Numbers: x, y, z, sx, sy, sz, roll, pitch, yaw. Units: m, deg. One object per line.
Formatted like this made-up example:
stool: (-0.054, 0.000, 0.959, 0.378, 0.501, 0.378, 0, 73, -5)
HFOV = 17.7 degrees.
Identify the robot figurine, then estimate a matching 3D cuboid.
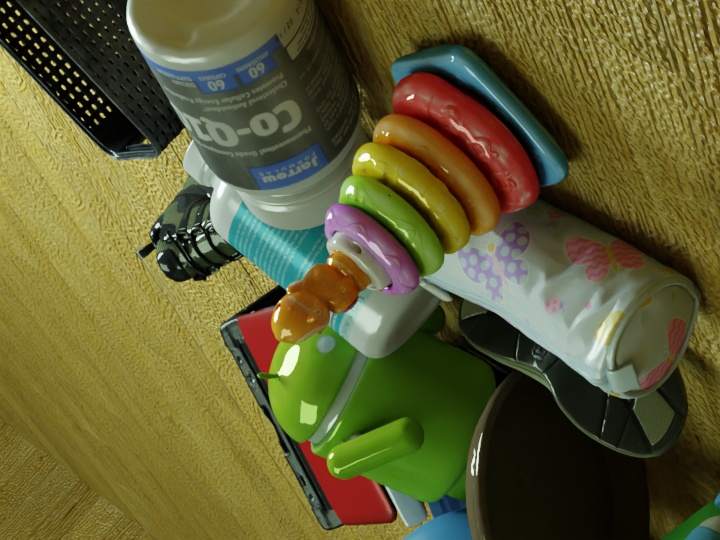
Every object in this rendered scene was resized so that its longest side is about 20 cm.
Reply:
robot figurine: (0.020, 0.096, 1.712, 0.200, 0.176, 0.116, 26, 126, -8)

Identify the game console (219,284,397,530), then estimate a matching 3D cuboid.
game console: (-0.019, 0.106, 1.945, 0.118, 0.172, 0.200, -23, 97, 33)

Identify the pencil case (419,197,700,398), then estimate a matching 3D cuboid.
pencil case: (0.113, 0.004, 1.438, 0.200, 0.091, 0.083, 29, 139, 37)

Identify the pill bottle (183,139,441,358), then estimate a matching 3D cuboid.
pill bottle: (-0.030, -0.037, 1.644, 0.200, 0.111, 0.111, 39, 165, 12)

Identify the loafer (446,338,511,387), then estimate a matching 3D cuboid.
loafer: (0.121, 0.124, 1.783, 0.200, 0.073, 0.071, 35, 163, 23)

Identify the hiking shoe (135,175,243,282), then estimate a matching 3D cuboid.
hiking shoe: (-0.115, -0.024, 1.915, 0.076, 0.101, 0.200, 47, 164, -22)

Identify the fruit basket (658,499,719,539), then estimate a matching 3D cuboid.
fruit basket: (0.283, 0.243, 1.618, 0.216, 0.216, 0.156, 43, 130, -3)

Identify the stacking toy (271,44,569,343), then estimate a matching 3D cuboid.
stacking toy: (0.019, -0.029, 1.368, 0.110, 0.200, 0.116, 47, 164, -17)

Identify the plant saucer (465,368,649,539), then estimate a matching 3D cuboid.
plant saucer: (0.136, 0.159, 1.615, 0.029, 0.200, 0.200, -10, 131, 39)

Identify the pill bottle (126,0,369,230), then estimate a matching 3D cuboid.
pill bottle: (-0.065, -0.120, 1.497, 0.114, 0.114, 0.200, 31, 162, 35)

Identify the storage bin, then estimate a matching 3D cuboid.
storage bin: (-0.201, -0.184, 1.706, 0.200, 0.094, 0.135, 46, 164, -17)

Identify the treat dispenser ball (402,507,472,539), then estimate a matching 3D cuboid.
treat dispenser ball: (0.098, 0.275, 1.717, 0.201, 0.201, 0.201, 39, 165, 13)

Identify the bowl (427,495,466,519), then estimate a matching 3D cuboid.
bowl: (0.081, 0.196, 1.985, 0.201, 0.039, 0.201, -21, -90, -88)

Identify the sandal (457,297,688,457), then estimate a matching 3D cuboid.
sandal: (0.149, 0.057, 1.552, 0.201, 0.080, 0.057, 37, -177, 42)

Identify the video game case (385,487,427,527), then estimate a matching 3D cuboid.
video game case: (0.001, 0.104, 1.909, 0.182, 0.023, 0.200, 63, -178, -10)

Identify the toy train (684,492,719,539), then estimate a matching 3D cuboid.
toy train: (0.301, 0.187, 1.414, 0.200, 0.116, 0.085, 41, 163, 6)
